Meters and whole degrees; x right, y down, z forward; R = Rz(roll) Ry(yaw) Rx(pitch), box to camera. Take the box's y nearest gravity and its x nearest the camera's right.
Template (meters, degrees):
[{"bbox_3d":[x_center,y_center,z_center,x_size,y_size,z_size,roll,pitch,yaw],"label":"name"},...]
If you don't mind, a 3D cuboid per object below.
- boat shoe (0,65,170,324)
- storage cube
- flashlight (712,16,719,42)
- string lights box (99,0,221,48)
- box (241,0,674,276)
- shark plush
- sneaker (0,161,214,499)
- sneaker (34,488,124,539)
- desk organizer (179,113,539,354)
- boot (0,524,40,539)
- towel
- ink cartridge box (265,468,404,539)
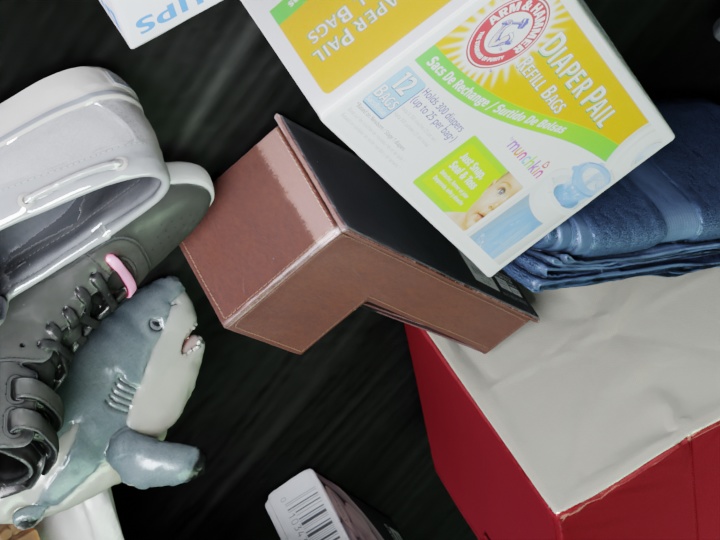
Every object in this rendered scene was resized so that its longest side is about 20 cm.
[{"bbox_3d":[-0.167,-0.003,0.902,0.200,0.069,0.072,-31,151,-4],"label":"boat shoe"},{"bbox_3d":[0.140,0.082,1.215,0.171,0.200,0.180,-27,144,-10],"label":"storage cube"},{"bbox_3d":[0.267,-0.173,1.082,0.068,0.068,0.200,-3,138,-47],"label":"flashlight"},{"bbox_3d":[-0.092,-0.173,0.687,0.059,0.103,0.200,-29,150,-8],"label":"string lights box"},{"bbox_3d":[0.040,-0.096,0.935,0.112,0.101,0.200,-38,151,9],"label":"box"},{"bbox_3d":[-0.166,0.073,1.040,0.200,0.091,0.083,-19,107,-4],"label":"shark plush"},{"bbox_3d":[-0.136,0.035,0.960,0.200,0.099,0.071,-31,149,-6],"label":"sneaker"},{"bbox_3d":[-0.178,0.167,1.155,0.088,0.075,0.200,-4,142,-21],"label":"sneaker"},{"bbox_3d":[0.000,0.000,1.073,0.077,0.072,0.200,-40,150,16],"label":"desk organizer"},{"bbox_3d":[-0.201,0.184,1.095,0.075,0.200,0.107,-19,-170,-32],"label":"boot"},{"bbox_3d":[0.130,-0.040,1.098,0.200,0.112,0.049,-8,135,-38],"label":"towel"},{"bbox_3d":[0.034,0.233,1.327,0.043,0.198,0.200,-34,152,7],"label":"ink cartridge box"}]
